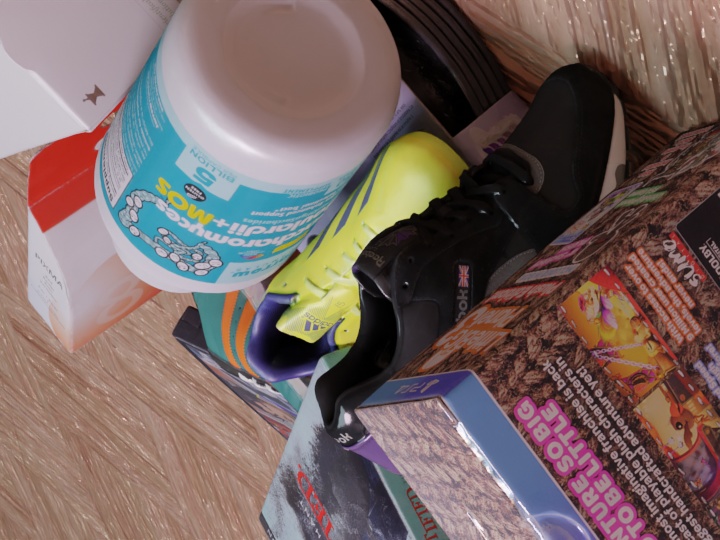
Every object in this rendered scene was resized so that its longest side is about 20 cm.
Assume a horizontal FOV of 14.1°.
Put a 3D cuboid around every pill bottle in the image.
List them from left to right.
[{"bbox_3d":[-0.062,-0.059,1.390,0.111,0.111,0.200,49,150,6],"label":"pill bottle"}]

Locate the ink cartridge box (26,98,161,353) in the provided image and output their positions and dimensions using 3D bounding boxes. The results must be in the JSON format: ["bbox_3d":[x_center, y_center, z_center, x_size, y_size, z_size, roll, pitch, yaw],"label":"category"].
[{"bbox_3d":[-0.107,-0.048,1.615,0.050,0.162,0.200,51,161,12],"label":"ink cartridge box"}]

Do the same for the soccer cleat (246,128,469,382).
[{"bbox_3d":[0.000,0.001,1.395,0.065,0.084,0.200,48,149,5],"label":"soccer cleat"}]

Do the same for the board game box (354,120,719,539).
[{"bbox_3d":[0.131,0.056,1.206,0.160,0.200,0.097,54,161,-8],"label":"board game box"}]

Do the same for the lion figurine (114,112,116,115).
[{"bbox_3d":[-0.147,-0.147,1.666,0.123,0.072,0.200,57,166,3],"label":"lion figurine"}]

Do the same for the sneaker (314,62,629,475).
[{"bbox_3d":[0.047,-0.006,1.280,0.087,0.200,0.076,24,178,-25],"label":"sneaker"}]

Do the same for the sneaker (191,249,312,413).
[{"bbox_3d":[-0.037,0.035,1.574,0.200,0.071,0.080,55,148,41],"label":"sneaker"}]

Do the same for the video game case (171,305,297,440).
[{"bbox_3d":[0.002,0.099,1.710,0.181,0.026,0.200,25,168,31],"label":"video game case"}]

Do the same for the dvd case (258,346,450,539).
[{"bbox_3d":[0.001,0.144,1.475,0.146,0.022,0.200,63,159,20],"label":"dvd case"}]

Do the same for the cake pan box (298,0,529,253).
[{"bbox_3d":[0.001,-0.072,1.449,0.184,0.052,0.200,47,151,3],"label":"cake pan box"}]

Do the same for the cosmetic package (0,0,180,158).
[{"bbox_3d":[-0.174,-0.125,1.489,0.108,0.085,0.200,47,162,-14],"label":"cosmetic package"}]
